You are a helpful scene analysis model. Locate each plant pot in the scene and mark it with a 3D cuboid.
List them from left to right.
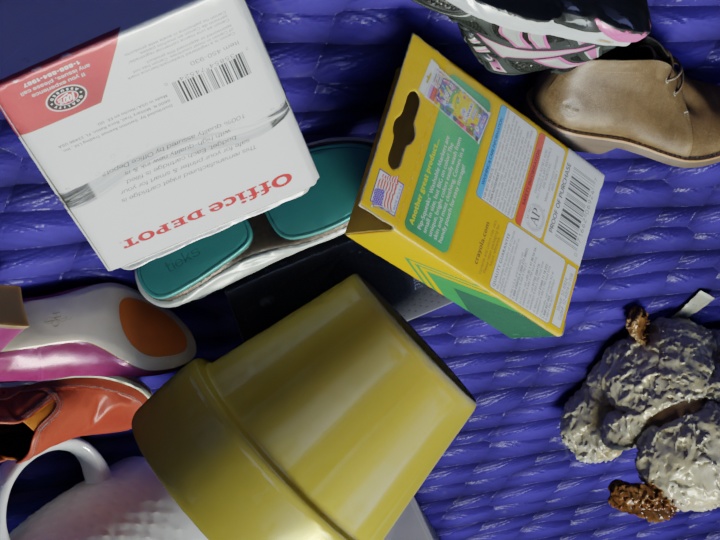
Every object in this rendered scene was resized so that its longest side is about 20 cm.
[{"bbox_3d":[-0.027,0.112,1.257,0.189,0.201,0.201,-43,147,2],"label":"plant pot"}]

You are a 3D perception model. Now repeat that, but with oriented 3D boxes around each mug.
[{"bbox_3d":[-0.222,0.224,1.380,0.147,0.200,0.175,-4,-161,46],"label":"mug"}]

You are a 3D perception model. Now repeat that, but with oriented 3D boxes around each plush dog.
[{"bbox_3d":[0.285,0.132,1.577,0.200,0.172,0.161,-23,148,-1],"label":"plush dog"}]

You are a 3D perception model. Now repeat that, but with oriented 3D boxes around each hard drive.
[{"bbox_3d":[0.000,0.000,1.314,0.200,0.042,0.135,-21,148,-5],"label":"hard drive"}]

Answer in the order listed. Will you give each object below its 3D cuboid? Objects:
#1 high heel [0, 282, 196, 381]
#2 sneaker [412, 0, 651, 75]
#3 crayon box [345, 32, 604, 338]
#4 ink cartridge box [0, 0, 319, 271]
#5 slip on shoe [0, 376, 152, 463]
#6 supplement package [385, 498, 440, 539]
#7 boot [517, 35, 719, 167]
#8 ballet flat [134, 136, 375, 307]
[{"bbox_3d":[-0.213,0.056,1.240,0.200,0.067,0.096,5,150,-46],"label":"high heel"},{"bbox_3d":[0.091,-0.158,1.115,0.200,0.080,0.086,13,144,-37],"label":"sneaker"},{"bbox_3d":[0.069,-0.052,1.177,0.200,0.126,0.052,32,157,-36],"label":"crayon box"},{"bbox_3d":[-0.123,-0.104,1.039,0.147,0.083,0.200,-23,148,-1],"label":"ink cartridge box"},{"bbox_3d":[-0.242,0.112,1.302,0.200,0.061,0.074,-1,140,-35],"label":"slip on shoe"},{"bbox_3d":[0.041,0.325,1.747,0.121,0.120,0.200,-26,148,0],"label":"supplement package"},{"bbox_3d":[0.213,-0.123,1.255,0.200,0.074,0.076,1,134,-30],"label":"boot"},{"bbox_3d":[-0.061,-0.033,1.217,0.200,0.070,0.069,-27,148,11],"label":"ballet flat"}]
